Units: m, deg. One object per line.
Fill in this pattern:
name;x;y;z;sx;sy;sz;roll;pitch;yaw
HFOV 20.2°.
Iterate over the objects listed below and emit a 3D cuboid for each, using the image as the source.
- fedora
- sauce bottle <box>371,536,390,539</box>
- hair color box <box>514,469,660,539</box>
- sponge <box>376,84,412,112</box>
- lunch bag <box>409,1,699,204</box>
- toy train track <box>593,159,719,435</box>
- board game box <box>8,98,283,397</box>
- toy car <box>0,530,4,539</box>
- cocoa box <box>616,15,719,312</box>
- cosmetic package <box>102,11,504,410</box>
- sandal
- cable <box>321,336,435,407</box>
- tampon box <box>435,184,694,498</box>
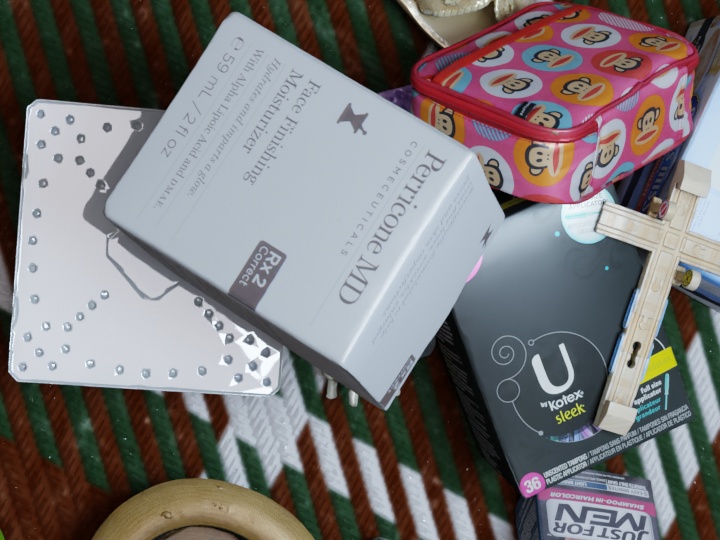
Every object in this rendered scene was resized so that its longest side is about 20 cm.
fedora;-0.114;0.250;1.513;0.198;0.082;0.203;0;88;-5
sauce bottle;0.001;0.307;1.541;0.064;0.065;0.202;21;86;-9
hair color box;0.176;0.242;1.509;0.099;0.201;0.061;8;132;-9
sponge;0.094;-0.101;1.571;0.198;0.030;0.113;-14;94;-10
lunch bag;0.130;-0.127;1.462;0.199;0.175;0.083;-30;132;-41
toy train track;0.213;0.021;1.450;0.114;0.033;0.202;17;92;-19
board game box;-0.150;-0.015;1.472;0.198;0.026;0.202;4;90;-12
toy car;-0.337;0.202;1.415;0.163;0.200;0.159;-19;94;-9
cocoa box;0.291;-0.081;1.552;0.132;0.131;0.202;26;86;-10
cosmetic package;-0.033;-0.037;1.364;0.199;0.165;0.166;31;84;17
sandal;0.062;-0.227;1.529;0.211;0.070;0.078;37;76;0
cable;0.000;0.000;1.531;0.050;0.096;0.202;-18;100;-52
tampon box;0.135;0.038;1.516;0.149;0.126;0.202;-24;103;-8
